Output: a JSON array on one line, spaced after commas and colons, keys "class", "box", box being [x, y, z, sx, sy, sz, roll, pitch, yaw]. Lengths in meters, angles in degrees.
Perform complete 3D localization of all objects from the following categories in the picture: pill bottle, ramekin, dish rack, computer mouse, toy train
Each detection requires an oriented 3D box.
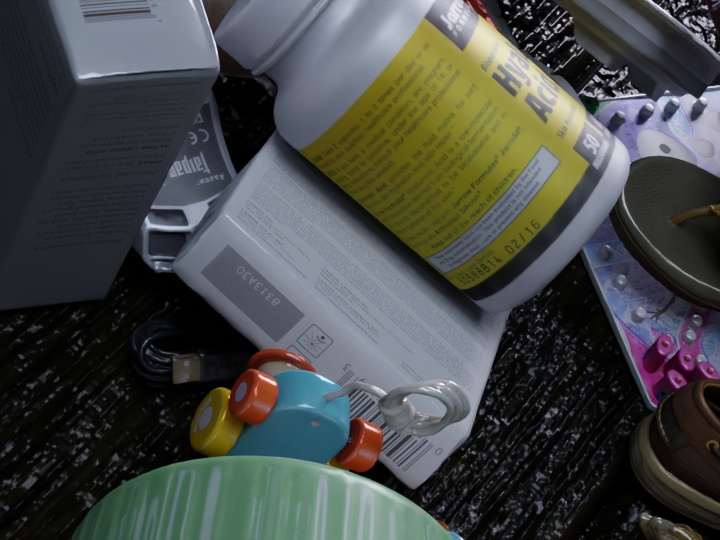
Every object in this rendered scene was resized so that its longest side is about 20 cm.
[{"class": "pill bottle", "box": [0.028, -0.081, 1.090, 0.200, 0.111, 0.111, 40, 52, -11]}, {"class": "ramekin", "box": [-0.042, 0.167, 0.925, 0.200, 0.200, 0.098, 17, 47, -12]}, {"class": "dish rack", "box": [0.112, -0.162, 1.228, 0.200, 0.044, 0.172, 42, 10, 20]}, {"class": "computer mouse", "box": [-0.091, -0.032, 1.123, 0.109, 0.044, 0.200, -14, 71, -24]}, {"class": "toy train", "box": [-0.002, 0.097, 1.006, 0.150, 0.200, 0.056, -2, 48, 4]}]

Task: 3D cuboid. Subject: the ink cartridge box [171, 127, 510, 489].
[{"class": "ink cartridge box", "box": [0.000, 0.000, 1.111, 0.161, 0.050, 0.200, 42, 24, -8]}]

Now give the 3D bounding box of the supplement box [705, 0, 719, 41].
[{"class": "supplement box", "box": [0.262, -0.072, 1.202, 0.109, 0.061, 0.200, 34, 32, -41]}]

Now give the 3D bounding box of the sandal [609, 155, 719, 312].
[{"class": "sandal", "box": [0.227, 0.000, 1.193, 0.200, 0.054, 0.080, 38, 53, 4]}]

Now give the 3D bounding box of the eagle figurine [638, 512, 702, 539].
[{"class": "eagle figurine", "box": [0.222, 0.169, 1.022, 0.152, 0.151, 0.200, -28, 35, -35]}]

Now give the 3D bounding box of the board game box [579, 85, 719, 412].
[{"class": "board game box", "box": [0.215, -0.024, 1.254, 0.200, 0.026, 0.200, -8, 64, -27]}]

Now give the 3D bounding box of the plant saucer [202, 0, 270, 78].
[{"class": "plant saucer", "box": [-0.058, -0.193, 1.209, 0.200, 0.037, 0.201, 2, 55, -3]}]

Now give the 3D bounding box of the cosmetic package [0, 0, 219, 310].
[{"class": "cosmetic package", "box": [-0.138, -0.074, 1.028, 0.074, 0.200, 0.102, -7, 63, -26]}]

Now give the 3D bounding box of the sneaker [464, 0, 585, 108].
[{"class": "sneaker", "box": [0.060, -0.089, 1.208, 0.082, 0.077, 0.200, -21, 58, -23]}]

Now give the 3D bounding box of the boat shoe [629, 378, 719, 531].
[{"class": "boat shoe", "box": [0.242, 0.114, 1.148, 0.200, 0.068, 0.072, 23, 46, -9]}]
